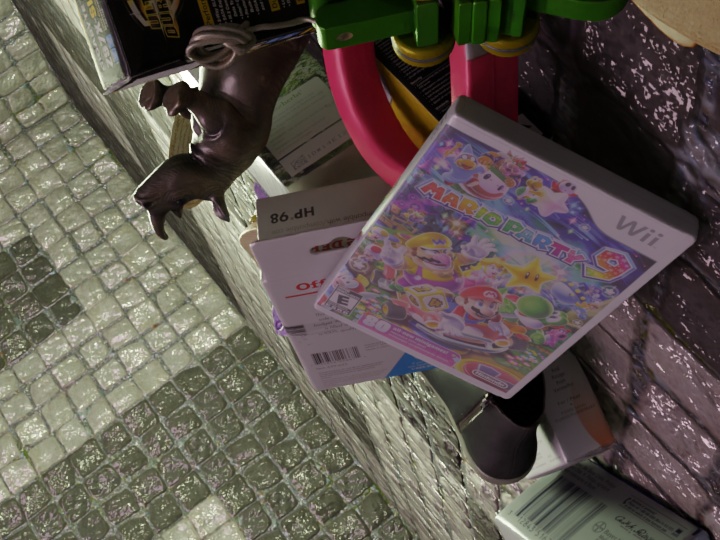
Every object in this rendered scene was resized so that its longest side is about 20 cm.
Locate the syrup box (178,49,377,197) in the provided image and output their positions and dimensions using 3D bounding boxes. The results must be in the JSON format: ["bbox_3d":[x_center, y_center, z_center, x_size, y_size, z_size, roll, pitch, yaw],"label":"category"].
[{"bbox_3d":[-0.061,-0.115,0.819,0.200,0.079,0.082,50,169,37],"label":"syrup box"}]

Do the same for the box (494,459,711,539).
[{"bbox_3d":[0.238,0.287,0.951,0.201,0.105,0.184,59,167,-22],"label":"box"}]

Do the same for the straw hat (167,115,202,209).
[{"bbox_3d":[-0.095,-0.137,1.006,0.085,0.202,0.201,16,159,10],"label":"straw hat"}]

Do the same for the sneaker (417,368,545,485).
[{"bbox_3d":[0.087,0.057,0.859,0.201,0.074,0.106,59,160,27],"label":"sneaker"}]

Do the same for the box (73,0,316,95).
[{"bbox_3d":[-0.076,-0.203,0.523,0.049,0.159,0.201,1,111,61],"label":"box"}]

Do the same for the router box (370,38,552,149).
[{"bbox_3d":[0.062,-0.070,0.748,0.149,0.051,0.200,50,168,27],"label":"router box"}]

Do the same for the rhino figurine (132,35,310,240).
[{"bbox_3d":[-0.092,-0.105,0.714,0.087,0.201,0.060,9,-155,-38],"label":"rhino figurine"}]

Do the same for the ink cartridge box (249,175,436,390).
[{"bbox_3d":[0.000,0.000,0.746,0.200,0.115,0.067,73,-172,-57],"label":"ink cartridge box"}]

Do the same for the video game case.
[{"bbox_3d":[0.072,-0.002,0.626,0.143,0.018,0.200,26,142,-9],"label":"video game case"}]

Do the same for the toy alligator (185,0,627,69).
[{"bbox_3d":[0.019,-0.130,0.498,0.059,0.199,0.055,83,-179,-64],"label":"toy alligator"}]

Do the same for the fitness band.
[{"bbox_3d":[0.027,-0.136,0.604,0.143,0.037,0.201,34,139,47],"label":"fitness band"}]

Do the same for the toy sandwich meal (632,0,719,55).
[{"bbox_3d":[0.115,-0.145,0.305,0.205,0.070,0.206,52,158,30],"label":"toy sandwich meal"}]

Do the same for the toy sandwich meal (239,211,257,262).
[{"bbox_3d":[-0.026,0.020,1.037,0.205,0.070,0.206,32,143,28],"label":"toy sandwich meal"}]

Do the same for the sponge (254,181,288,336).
[{"bbox_3d":[-0.040,-0.042,0.923,0.111,0.030,0.201,0,102,44],"label":"sponge"}]

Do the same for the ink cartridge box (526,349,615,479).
[{"bbox_3d":[0.137,0.071,0.937,0.162,0.050,0.201,102,149,-75],"label":"ink cartridge box"}]
